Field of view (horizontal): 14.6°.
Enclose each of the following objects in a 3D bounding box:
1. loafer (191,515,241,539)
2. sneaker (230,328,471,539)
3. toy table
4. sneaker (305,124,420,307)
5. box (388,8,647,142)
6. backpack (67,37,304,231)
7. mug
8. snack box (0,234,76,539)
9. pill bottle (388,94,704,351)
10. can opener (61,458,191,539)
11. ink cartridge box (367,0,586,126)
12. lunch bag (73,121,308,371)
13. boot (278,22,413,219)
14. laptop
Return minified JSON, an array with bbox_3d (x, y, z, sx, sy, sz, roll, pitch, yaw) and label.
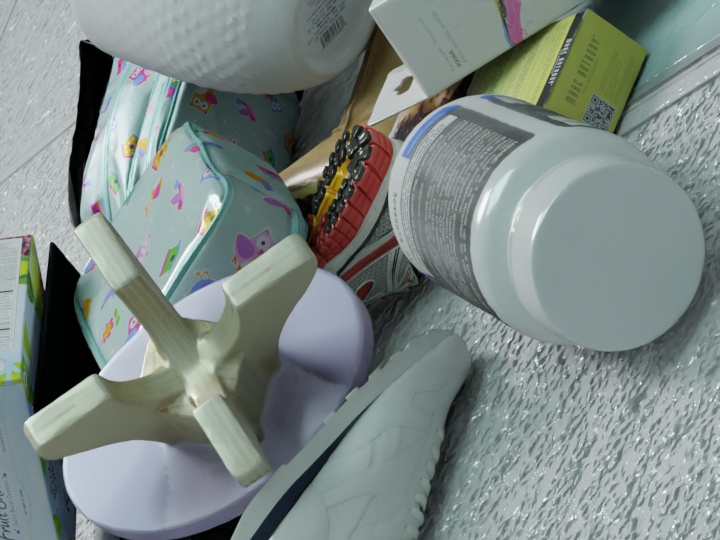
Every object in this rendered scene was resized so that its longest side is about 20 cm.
[{"bbox_3d":[-0.097,0.130,1.763,0.072,0.072,0.201,114,176,-49],"label":"loafer"},{"bbox_3d":[0.008,0.116,1.542,0.200,0.080,0.077,-48,-13,-29],"label":"sneaker"},{"bbox_3d":[-0.093,0.061,1.569,0.200,0.117,0.184,-46,65,-4],"label":"toy table"},{"bbox_3d":[0.000,0.000,1.712,0.200,0.082,0.078,121,157,-46],"label":"sneaker"},{"bbox_3d":[0.086,-0.095,1.675,0.200,0.050,0.076,-16,46,59],"label":"box"},{"bbox_3d":[-0.124,-0.089,1.991,0.126,0.166,0.201,-16,52,52],"label":"backpack"},{"bbox_3d":[-0.065,-0.204,1.863,0.175,0.148,0.200,21,45,36],"label":"mug"},{"bbox_3d":[-0.221,0.100,1.807,0.143,0.053,0.201,-92,-4,-50],"label":"snack box"},{"bbox_3d":[0.097,-0.025,1.469,0.114,0.113,0.200,-58,21,0],"label":"pill bottle"},{"bbox_3d":[-0.121,0.166,1.659,0.063,0.078,0.201,123,127,-65],"label":"can opener"},{"bbox_3d":[0.076,-0.174,1.671,0.199,0.068,0.117,-31,13,18],"label":"ink cartridge box"},{"bbox_3d":[-0.109,0.002,1.746,0.161,0.077,0.200,-60,19,8],"label":"lunch bag"},{"bbox_3d":[0.007,-0.111,1.861,0.175,0.066,0.201,-19,43,44],"label":"boot"},{"bbox_3d":[-0.187,0.126,1.821,0.188,0.115,0.201,-93,26,-56],"label":"laptop"}]
